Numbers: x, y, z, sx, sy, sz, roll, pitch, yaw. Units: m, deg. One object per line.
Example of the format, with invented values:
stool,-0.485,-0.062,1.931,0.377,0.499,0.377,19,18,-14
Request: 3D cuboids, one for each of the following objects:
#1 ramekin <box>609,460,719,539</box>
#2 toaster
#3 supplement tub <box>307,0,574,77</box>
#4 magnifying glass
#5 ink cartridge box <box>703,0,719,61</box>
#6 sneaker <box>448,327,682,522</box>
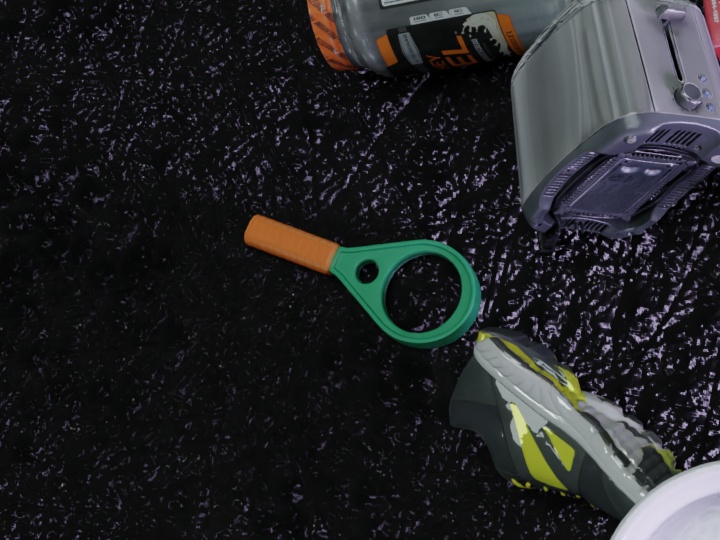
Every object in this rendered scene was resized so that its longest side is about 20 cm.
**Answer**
ramekin,0.251,0.221,1.450,0.200,0.098,0.201,-1,86,9
toaster,0.177,-0.109,1.587,0.113,0.200,0.130,5,63,-23
supplement tub,0.068,-0.213,1.680,0.199,0.123,0.123,-8,70,20
magnifying glass,0.000,0.000,1.695,0.199,0.022,0.080,21,82,25
ink cartridge box,0.345,-0.228,1.595,0.199,0.084,0.145,-11,68,20
sneaker,0.145,0.127,1.575,0.200,0.074,0.085,44,117,23
